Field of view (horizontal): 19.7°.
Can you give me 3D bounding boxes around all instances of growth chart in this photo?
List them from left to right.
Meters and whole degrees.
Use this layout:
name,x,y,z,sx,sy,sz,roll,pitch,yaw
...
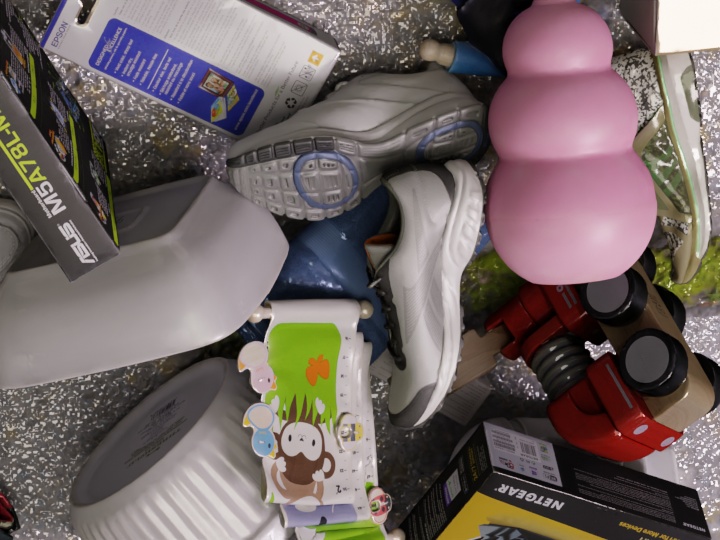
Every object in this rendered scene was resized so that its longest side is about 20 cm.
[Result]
name,x,y,z,sx,sy,sz,roll,pitch,yaw
growth chart,-0.029,0.114,1.483,0.144,0.018,0.202,-13,99,-47

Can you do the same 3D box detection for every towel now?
name,x,y,z,sx,sy,sz,roll,pitch,yaw
towel,0.000,0.000,1.546,0.200,0.048,0.112,-43,110,-10

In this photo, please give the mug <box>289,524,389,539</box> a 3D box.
name,x,y,z,sx,sy,sz,roll,pitch,yaw
mug,-0.008,0.295,1.650,0.175,0.200,0.148,44,59,-4

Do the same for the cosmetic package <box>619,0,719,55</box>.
name,x,y,z,sx,sy,sz,roll,pitch,yaw
cosmetic package,0.293,-0.211,1.498,0.198,0.105,0.072,-6,116,-5

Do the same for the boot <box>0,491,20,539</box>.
name,x,y,z,sx,sy,sz,roll,pitch,yaw
boot,-0.321,0.250,1.618,0.153,0.074,0.204,-31,113,11

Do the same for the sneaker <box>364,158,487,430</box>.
name,x,y,z,sx,sy,sz,roll,pitch,yaw
sneaker,0.035,0.016,1.495,0.078,0.074,0.202,2,106,-16

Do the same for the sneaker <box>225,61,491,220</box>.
name,x,y,z,sx,sy,sz,roll,pitch,yaw
sneaker,-0.006,-0.097,1.499,0.198,0.087,0.075,-13,135,-18

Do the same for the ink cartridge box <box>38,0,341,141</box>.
name,x,y,z,sx,sy,sz,roll,pitch,yaw
ink cartridge box,-0.121,-0.163,1.487,0.199,0.037,0.095,24,110,-22

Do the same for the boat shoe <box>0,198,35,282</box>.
name,x,y,z,sx,sy,sz,roll,pitch,yaw
boat shoe,-0.327,0.016,1.515,0.198,0.069,0.072,-24,117,2

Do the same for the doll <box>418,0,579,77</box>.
name,x,y,z,sx,sy,sz,roll,pitch,yaw
doll,0.098,-0.196,1.501,0.136,0.048,0.201,-37,122,-2

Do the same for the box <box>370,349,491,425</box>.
name,x,y,z,sx,sy,sz,roll,pitch,yaw
box,0.010,0.054,1.607,0.199,0.039,0.042,29,107,-21

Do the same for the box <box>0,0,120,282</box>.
name,x,y,z,sx,sy,sz,roll,pitch,yaw
box,-0.232,-0.115,1.398,0.047,0.200,0.194,-27,117,3

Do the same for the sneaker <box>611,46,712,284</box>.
name,x,y,z,sx,sy,sz,roll,pitch,yaw
sneaker,0.216,-0.084,1.571,0.088,0.077,0.202,-7,111,8

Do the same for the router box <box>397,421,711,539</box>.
name,x,y,z,sx,sy,sz,roll,pitch,yaw
router box,0.137,0.206,1.559,0.198,0.053,0.158,18,127,-24

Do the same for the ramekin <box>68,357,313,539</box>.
name,x,y,z,sx,sy,sz,roll,pitch,yaw
ramekin,-0.126,0.157,1.550,0.200,0.200,0.105,-39,106,9

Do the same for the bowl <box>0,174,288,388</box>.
name,x,y,z,sx,sy,sz,roll,pitch,yaw
bowl,-0.163,0.000,1.454,0.198,0.200,0.075,-13,110,17

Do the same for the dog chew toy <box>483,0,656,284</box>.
name,x,y,z,sx,sy,sz,roll,pitch,yaw
dog chew toy,0.145,-0.094,1.469,0.123,0.125,0.202,-5,97,-7

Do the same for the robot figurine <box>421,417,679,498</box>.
name,x,y,z,sx,sy,sz,roll,pitch,yaw
robot figurine,0.152,0.175,1.647,0.198,0.114,0.170,3,148,-12

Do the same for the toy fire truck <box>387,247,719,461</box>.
name,x,y,z,sx,sy,sz,roll,pitch,yaw
toy fire truck,0.142,0.073,1.560,0.200,0.177,0.128,-38,148,19
